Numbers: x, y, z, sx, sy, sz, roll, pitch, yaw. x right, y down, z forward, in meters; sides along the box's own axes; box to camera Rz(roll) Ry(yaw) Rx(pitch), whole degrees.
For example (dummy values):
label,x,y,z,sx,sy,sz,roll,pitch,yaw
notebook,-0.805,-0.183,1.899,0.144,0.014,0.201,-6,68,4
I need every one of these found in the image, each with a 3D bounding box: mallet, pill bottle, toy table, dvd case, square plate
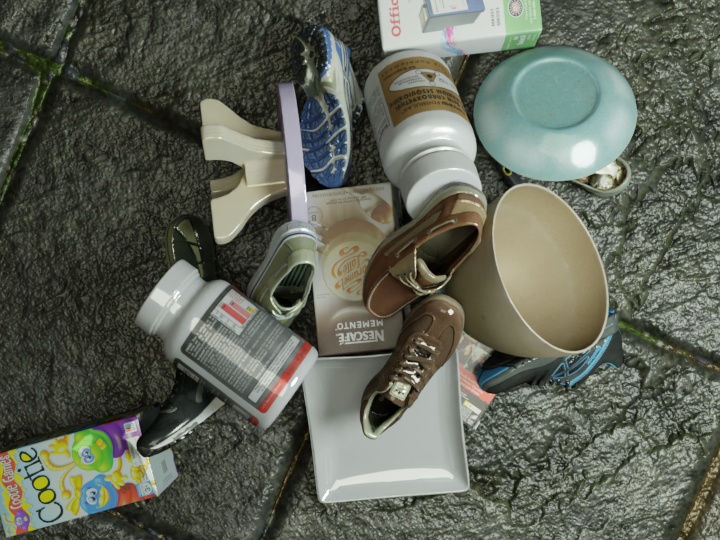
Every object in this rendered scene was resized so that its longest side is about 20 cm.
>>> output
label,x,y,z,sx,sy,sz,roll,pitch,yaw
mallet,0.225,-0.049,1.150,0.066,0.041,0.201,-40,85,5
pill bottle,-0.158,0.084,1.065,0.199,0.116,0.116,37,93,-1
toy table,-0.130,-0.130,1.101,0.115,0.185,0.202,-6,58,-7
dvd case,0.140,0.080,1.161,0.145,0.022,0.201,32,94,1
square plate,0.032,0.194,1.146,0.197,0.028,0.201,-6,105,4
pill bottle,0.075,-0.156,1.065,0.113,0.115,0.202,-16,51,3

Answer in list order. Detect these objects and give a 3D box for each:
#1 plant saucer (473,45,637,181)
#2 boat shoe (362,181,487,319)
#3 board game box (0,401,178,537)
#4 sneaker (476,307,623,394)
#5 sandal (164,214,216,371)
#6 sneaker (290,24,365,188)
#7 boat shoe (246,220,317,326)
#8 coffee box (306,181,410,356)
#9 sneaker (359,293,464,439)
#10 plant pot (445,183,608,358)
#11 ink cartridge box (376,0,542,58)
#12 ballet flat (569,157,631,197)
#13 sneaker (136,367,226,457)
label,x,y,z,sx,sy,sz,roll,pitch,yaw
plant saucer,0.236,-0.205,1.098,0.198,0.039,0.203,-4,63,7
boat shoe,0.066,-0.010,1.006,0.075,0.072,0.200,25,125,-20
board game box,-0.349,0.249,1.145,0.197,0.105,0.104,-16,90,2
sneaker,0.240,0.117,1.121,0.198,0.073,0.083,-22,105,-8
sandal,-0.222,0.029,1.158,0.057,0.079,0.204,7,101,43
sneaker,-0.027,-0.201,1.124,0.076,0.085,0.203,-11,81,38
boat shoe,-0.097,0.025,1.094,0.071,0.201,0.063,5,50,-14
coffee box,0.000,0.000,1.126,0.113,0.080,0.203,-6,87,9
sneaker,0.060,0.119,1.044,0.070,0.076,0.201,26,124,-5
plant pot,0.179,0.017,1.069,0.134,0.199,0.202,-28,90,46
ink cartridge box,0.117,-0.347,1.119,0.197,0.087,0.148,-5,91,6
ballet flat,0.247,-0.153,1.129,0.198,0.064,0.068,25,91,2
sneaker,-0.211,0.146,1.120,0.200,0.076,0.088,-38,91,-36
